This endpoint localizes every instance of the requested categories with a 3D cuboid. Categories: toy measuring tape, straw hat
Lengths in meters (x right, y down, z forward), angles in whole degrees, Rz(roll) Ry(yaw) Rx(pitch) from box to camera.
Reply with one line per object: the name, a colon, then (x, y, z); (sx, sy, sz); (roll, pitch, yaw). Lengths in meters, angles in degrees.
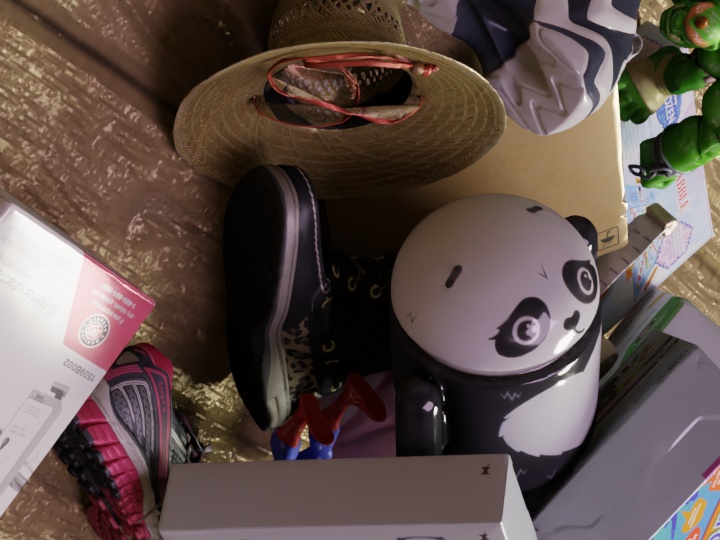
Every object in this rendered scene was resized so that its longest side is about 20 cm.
toy measuring tape: (0.146, 0.044, 1.604); (0.200, 0.074, 0.074); (-47, 145, 4)
straw hat: (-0.013, -0.118, 1.339); (0.201, 0.200, 0.086); (31, 50, -55)

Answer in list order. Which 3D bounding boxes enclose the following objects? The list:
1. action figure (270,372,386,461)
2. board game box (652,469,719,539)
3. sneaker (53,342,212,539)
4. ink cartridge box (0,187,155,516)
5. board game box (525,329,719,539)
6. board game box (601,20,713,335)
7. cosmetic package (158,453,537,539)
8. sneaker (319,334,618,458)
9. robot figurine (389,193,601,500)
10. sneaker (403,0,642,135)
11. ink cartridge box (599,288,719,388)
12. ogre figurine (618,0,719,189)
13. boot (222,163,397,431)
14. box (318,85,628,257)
action figure: (-0.037, 0.155, 1.483); (0.065, 0.099, 0.200); (-18, 161, -35)
board game box: (0.253, 0.191, 1.950); (0.199, 0.045, 0.153); (1, 117, -51)
sneaker: (-0.119, 0.128, 1.424); (0.075, 0.080, 0.201); (-42, 142, -22)
ink cartridge box: (-0.221, 0.055, 1.238); (0.201, 0.083, 0.146); (-54, 145, -2)
board game box: (0.163, 0.113, 1.481); (0.148, 0.064, 0.200); (-46, -178, 1)
board game box: (0.154, -0.037, 1.648); (0.199, 0.041, 0.201); (-40, 142, -20)
cosmetic package: (0.001, 0.168, 1.378); (0.151, 0.198, 0.052); (70, 23, -46)
sneaker: (0.059, 0.070, 1.542); (0.199, 0.105, 0.075); (-31, 166, 6)
robot figurine: (0.079, 0.049, 1.386); (0.124, 0.151, 0.201); (-3, 137, 1)
sneaker: (0.089, -0.181, 1.360); (0.129, 0.199, 0.080); (-33, 169, -49)
ink cartridge box: (0.199, 0.095, 1.681); (0.145, 0.084, 0.200); (-51, -179, 2)
ogre figurine: (0.224, -0.154, 1.529); (0.098, 0.120, 0.201); (28, 82, -26)
boot: (-0.001, 0.000, 1.433); (0.153, 0.074, 0.204); (-17, 140, -19)
box: (0.072, -0.045, 1.499); (0.199, 0.021, 0.164); (-20, 135, -10)
